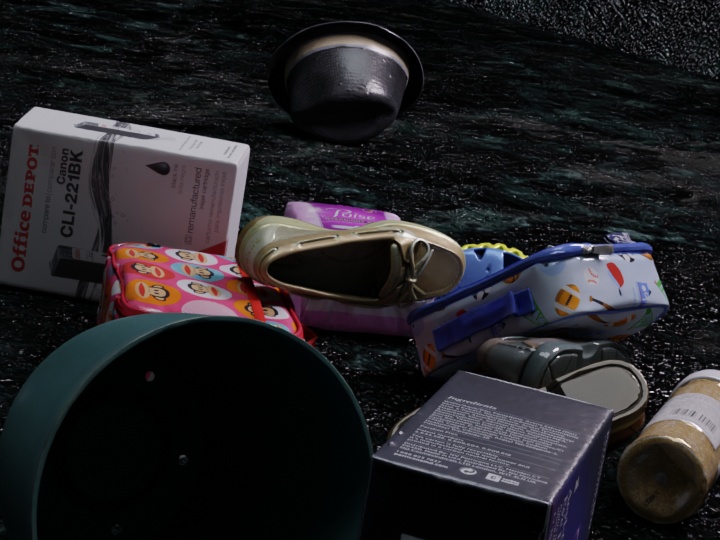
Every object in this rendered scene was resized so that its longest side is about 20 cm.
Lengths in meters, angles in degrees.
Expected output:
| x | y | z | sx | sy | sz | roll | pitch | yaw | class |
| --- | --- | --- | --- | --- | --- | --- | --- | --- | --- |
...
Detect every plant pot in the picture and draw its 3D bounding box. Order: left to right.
| x | y | z | sx | sy | sz | roll | pitch | yaw | class |
| --- | --- | --- | --- | --- | --- | --- | --- | --- | --- |
| -0.114 | 0.115 | 1.165 | 0.199 | 0.202 | 0.161 | 2 | 5 | -27 | plant pot |

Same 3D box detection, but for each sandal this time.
| x | y | z | sx | sy | sz | roll | pitch | yaw | class |
| --- | --- | --- | --- | --- | --- | --- | --- | --- | --- |
| 0.150 | 0.029 | 1.859 | 0.198 | 0.080 | 0.087 | 10 | 19 | 5 | sandal |

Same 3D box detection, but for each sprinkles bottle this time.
| x | y | z | sx | sy | sz | roll | pitch | yaw | class |
| --- | --- | --- | --- | --- | --- | --- | --- | --- | --- |
| 0.247 | 0.130 | 1.556 | 0.068 | 0.069 | 0.200 | 14 | 16 | 18 | sprinkles bottle |

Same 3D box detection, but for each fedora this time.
| x | y | z | sx | sy | sz | roll | pitch | yaw | class |
| --- | --- | --- | --- | --- | --- | --- | --- | --- | --- |
| -0.020 | -0.220 | 2.576 | 0.199 | 0.201 | 0.092 | 8 | 47 | -6 | fedora |

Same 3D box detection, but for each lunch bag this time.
| x | y | z | sx | sy | sz | roll | pitch | yaw | class |
| --- | --- | --- | --- | --- | --- | --- | --- | --- | --- |
| -0.119 | 0.045 | 1.634 | 0.175 | 0.083 | 0.200 | 10 | 15 | -13 | lunch bag |
| 0.143 | 0.031 | 1.675 | 0.160 | 0.076 | 0.199 | -2 | -19 | -44 | lunch bag |

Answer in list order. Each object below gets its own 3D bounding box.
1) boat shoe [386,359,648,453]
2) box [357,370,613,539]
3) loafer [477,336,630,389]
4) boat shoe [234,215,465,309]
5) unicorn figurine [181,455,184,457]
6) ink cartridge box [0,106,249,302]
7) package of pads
| x | y | z | sx | sy | sz | roll | pitch | yaw | class |
| --- | --- | --- | --- | --- | --- | --- | --- | --- | --- |
| 0.115 | 0.127 | 1.498 | 0.198 | 0.068 | 0.072 | -11 | 54 | -10 | boat shoe |
| 0.068 | 0.158 | 1.186 | 0.104 | 0.149 | 0.200 | 13 | 16 | 14 | box |
| 0.156 | 0.077 | 1.620 | 0.063 | 0.072 | 0.200 | 23 | 2 | 27 | loafer |
| 0.000 | -0.002 | 1.652 | 0.199 | 0.074 | 0.063 | 9 | 17 | -26 | boat shoe |
| -0.145 | 0.121 | 1.365 | 0.136 | 0.075 | 0.200 | -5 | 4 | -15 | unicorn figurine |
| -0.207 | -0.049 | 1.784 | 0.198 | 0.145 | 0.084 | 10 | 15 | 3 | ink cartridge box |
| -0.006 | -0.002 | 1.871 | 0.120 | 0.076 | 0.200 | 8 | 15 | -10 | package of pads |
